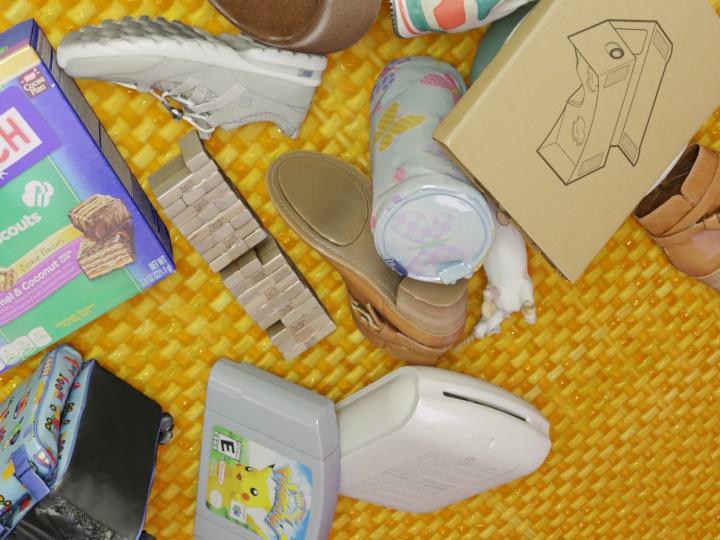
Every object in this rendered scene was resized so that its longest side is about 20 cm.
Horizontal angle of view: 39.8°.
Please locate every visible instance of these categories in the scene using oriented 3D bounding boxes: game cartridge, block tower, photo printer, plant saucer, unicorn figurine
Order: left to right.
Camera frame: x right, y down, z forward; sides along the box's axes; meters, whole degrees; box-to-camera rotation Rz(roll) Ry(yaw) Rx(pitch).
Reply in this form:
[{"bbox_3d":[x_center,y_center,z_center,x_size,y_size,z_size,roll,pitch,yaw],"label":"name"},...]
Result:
[{"bbox_3d":[-0.097,-0.016,0.814,0.057,0.054,0.201,-34,122,-1],"label":"block tower"},{"bbox_3d":[-0.069,-0.223,0.634,0.034,0.199,0.202,-41,127,-28],"label":"plant saucer"},{"bbox_3d":[-0.084,0.189,0.892,0.132,0.040,0.203,18,116,19],"label":"game cartridge"},{"bbox_3d":[0.059,0.153,0.896,0.165,0.070,0.200,21,144,-28],"label":"photo printer"},{"bbox_3d":[0.120,-0.002,0.870,0.073,0.137,0.203,5,103,8],"label":"unicorn figurine"}]

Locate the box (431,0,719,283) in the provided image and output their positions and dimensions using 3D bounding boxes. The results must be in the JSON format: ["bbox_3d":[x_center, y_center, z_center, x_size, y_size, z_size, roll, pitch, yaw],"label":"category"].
[{"bbox_3d":[0.159,-0.115,0.667,0.201,0.021,0.163,-50,123,-1],"label":"box"}]

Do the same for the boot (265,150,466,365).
[{"bbox_3d":[0.000,0.000,0.831,0.074,0.200,0.155,-44,165,-19],"label":"boot"}]

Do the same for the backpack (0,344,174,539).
[{"bbox_3d":[-0.261,0.187,0.797,0.200,0.183,0.134,-41,115,18],"label":"backpack"}]

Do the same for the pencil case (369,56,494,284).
[{"bbox_3d":[0.051,-0.080,0.746,0.083,0.201,0.090,-36,123,25],"label":"pencil case"}]

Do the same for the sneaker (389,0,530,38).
[{"bbox_3d":[0.092,-0.197,0.670,0.092,0.200,0.071,2,109,26],"label":"sneaker"}]

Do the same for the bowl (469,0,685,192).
[{"bbox_3d":[0.168,-0.151,0.809,0.198,0.105,0.203,-9,120,-15],"label":"bowl"}]

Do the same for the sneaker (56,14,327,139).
[{"bbox_3d":[-0.121,-0.134,0.729,0.197,0.075,0.083,3,114,-22],"label":"sneaker"}]

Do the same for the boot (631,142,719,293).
[{"bbox_3d":[0.363,-0.082,0.939,0.154,0.074,0.201,33,100,-26],"label":"boot"}]

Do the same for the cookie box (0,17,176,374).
[{"bbox_3d":[-0.257,-0.049,0.726,0.170,0.075,0.201,-30,122,-2],"label":"cookie box"}]
